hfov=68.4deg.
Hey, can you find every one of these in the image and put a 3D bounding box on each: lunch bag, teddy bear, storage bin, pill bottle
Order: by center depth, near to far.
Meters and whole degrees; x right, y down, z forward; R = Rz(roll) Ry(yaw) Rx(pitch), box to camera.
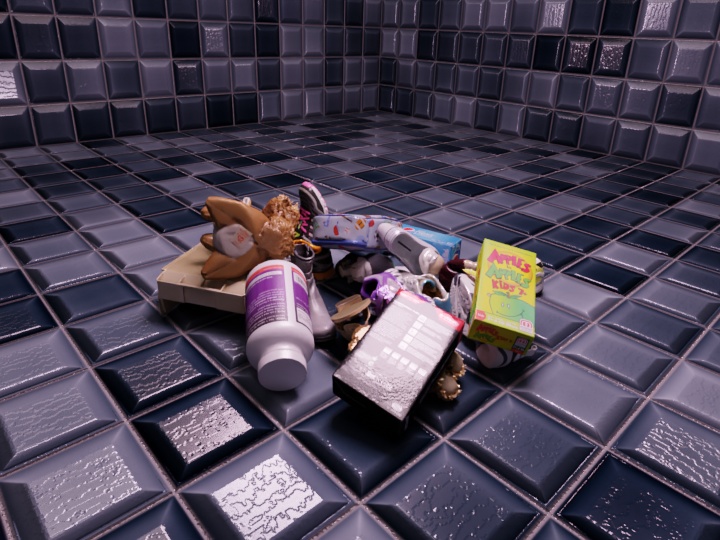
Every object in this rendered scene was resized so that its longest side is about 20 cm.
[{"bbox_3d":[0.074,0.151,0.852,0.191,0.069,0.148,4,42,2],"label":"teddy bear"},{"bbox_3d":[-0.134,0.088,0.867,0.108,0.115,0.204,-3,43,-10],"label":"pill bottle"},{"bbox_3d":[-0.265,0.027,1.048,0.192,0.097,0.199,9,25,13],"label":"storage bin"},{"bbox_3d":[-0.006,-0.077,1.149,0.156,0.079,0.197,1,-2,38],"label":"lunch bag"}]

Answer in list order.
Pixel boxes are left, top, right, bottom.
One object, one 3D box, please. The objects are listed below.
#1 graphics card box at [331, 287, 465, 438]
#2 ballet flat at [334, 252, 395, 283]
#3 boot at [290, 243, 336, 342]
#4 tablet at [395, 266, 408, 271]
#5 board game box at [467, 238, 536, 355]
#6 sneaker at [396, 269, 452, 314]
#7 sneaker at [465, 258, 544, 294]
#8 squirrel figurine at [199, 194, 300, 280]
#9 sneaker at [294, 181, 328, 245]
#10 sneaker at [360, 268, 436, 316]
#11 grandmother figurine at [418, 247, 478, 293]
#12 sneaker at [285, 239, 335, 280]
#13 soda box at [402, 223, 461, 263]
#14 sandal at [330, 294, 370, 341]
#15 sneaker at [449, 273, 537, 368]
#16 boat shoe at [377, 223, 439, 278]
[{"bbox_3d":[0.059,0.129,0.789,0.122,0.052,0.201,26,50,21],"label":"graphics card box"},{"bbox_3d":[0.000,0.000,1.130,0.071,0.076,0.198,-11,9,-27],"label":"ballet flat"},{"bbox_3d":[-0.100,0.036,0.991,0.067,0.137,0.199,-9,26,-26],"label":"boot"},{"bbox_3d":[0.113,0.038,1.153,0.124,0.014,0.201,3,24,3],"label":"tablet"},{"bbox_3d":[0.247,0.039,0.913,0.098,0.049,0.203,15,45,6],"label":"board game box"},{"bbox_3d":[0.118,0.040,1.038,0.074,0.084,0.200,-15,33,-23],"label":"sneaker"},{"bbox_3d":[0.310,-0.002,1.179,0.192,0.079,0.076,6,26,12],"label":"sneaker"},{"bbox_3d":[-0.211,-0.077,1.024,0.191,0.148,0.187,-2,13,-10],"label":"squirrel figurine"},{"bbox_3d":[-0.126,-0.104,1.237,0.086,0.205,0.073,-32,48,-30],"label":"sneaker"},{"bbox_3d":[0.064,0.064,0.969,0.086,0.083,0.200,3,24,-34],"label":"sneaker"},{"bbox_3d":[0.198,0.025,1.052,0.197,0.124,0.060,35,29,15],"label":"grandmother figurine"},{"bbox_3d":[-0.152,-0.032,1.205,0.191,0.080,0.079,3,25,6],"label":"sneaker"},{"bbox_3d":[0.148,-0.061,1.308,0.194,0.067,0.067,18,28,30],"label":"soda box"},{"bbox_3d":[-0.008,0.094,0.962,0.075,0.072,0.212,-23,5,-2],"label":"sandal"},{"bbox_3d":[0.249,0.084,0.963,0.125,0.082,0.201,0,35,-22],"label":"sneaker"},{"bbox_3d":[0.108,-0.044,1.113,0.199,0.074,0.067,41,5,-45],"label":"boat shoe"}]
